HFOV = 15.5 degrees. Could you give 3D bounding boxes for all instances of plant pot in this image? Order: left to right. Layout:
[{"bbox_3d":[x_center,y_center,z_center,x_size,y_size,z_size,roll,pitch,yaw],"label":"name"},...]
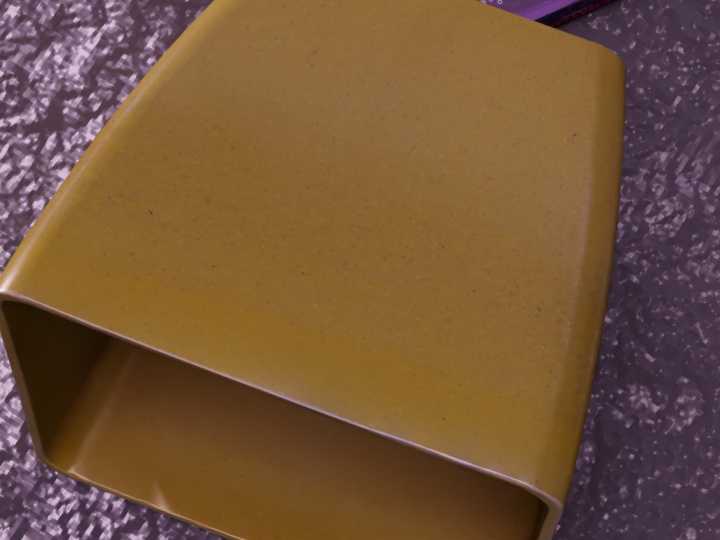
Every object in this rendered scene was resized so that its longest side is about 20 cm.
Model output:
[{"bbox_3d":[0.000,0.000,0.964,0.200,0.200,0.177,20,69,6],"label":"plant pot"}]

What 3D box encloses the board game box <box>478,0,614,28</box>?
[{"bbox_3d":[0.022,-0.181,1.071,0.120,0.032,0.200,-23,78,-6],"label":"board game box"}]
